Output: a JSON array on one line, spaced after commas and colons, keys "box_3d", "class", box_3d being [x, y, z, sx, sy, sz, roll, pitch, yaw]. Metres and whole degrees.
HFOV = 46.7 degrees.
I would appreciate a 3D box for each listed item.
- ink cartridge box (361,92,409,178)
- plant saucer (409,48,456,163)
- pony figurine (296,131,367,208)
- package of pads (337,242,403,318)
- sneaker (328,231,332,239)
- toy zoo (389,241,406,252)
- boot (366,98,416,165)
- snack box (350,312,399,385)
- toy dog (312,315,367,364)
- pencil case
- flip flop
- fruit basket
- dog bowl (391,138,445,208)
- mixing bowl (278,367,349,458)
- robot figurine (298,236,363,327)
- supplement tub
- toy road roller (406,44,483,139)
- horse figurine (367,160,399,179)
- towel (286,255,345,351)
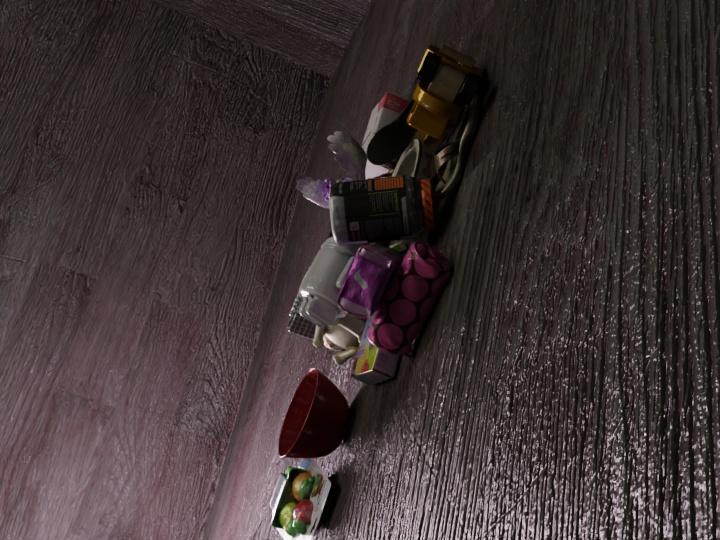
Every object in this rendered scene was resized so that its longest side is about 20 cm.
[{"box_3d": [0.060, -0.356, 2.268, 0.146, 0.081, 0.203, 149, 139, -71], "class": "ink cartridge box"}, {"box_3d": [0.172, -0.352, 1.850, 0.200, 0.048, 0.203, 126, 159, -52], "class": "plant saucer"}, {"box_3d": [-0.020, -0.172, 1.779, 0.167, 0.192, 0.201, -50, 21, 14], "class": "pony figurine"}, {"box_3d": [0.020, 0.016, 1.548, 0.200, 0.075, 0.122, -26, -41, -80], "class": "package of pads"}, {"box_3d": [-0.047, -0.065, 2.248, 0.070, 0.098, 0.202, -85, 20, -57], "class": "sneaker"}, {"box_3d": [0.000, 0.000, 1.843, 0.198, 0.021, 0.131, -32, 3, -16], "class": "toy zoo"}, {"box_3d": [0.072, -0.284, 1.852, 0.200, 0.069, 0.174, -46, 2, -17], "class": "boot"}, {"box_3d": [0.048, 0.118, 1.657, 0.142, 0.052, 0.203, 148, 141, -68], "class": "snack box"}, {"box_3d": [-0.035, 0.108, 1.859, 0.200, 0.138, 0.197, 130, 161, -62], "class": "toy dog"}, {"box_3d": [0.092, 0.054, 1.499, 0.090, 0.093, 0.203, -7, -54, -54], "class": "pencil case"}, {"box_3d": [0.176, -0.230, 1.622, 0.081, 0.057, 0.203, -150, 80, -78], "class": "flip flop"}, {"box_3d": [-0.127, 0.499, 1.761, 0.200, 0.092, 0.188, -154, 84, -75], "class": "fruit basket"}, {"box_3d": [0.113, -0.171, 1.773, 0.200, 0.073, 0.203, -159, 89, -78], "class": "dog bowl"}, {"box_3d": [-0.090, 0.325, 1.806, 0.202, 0.107, 0.201, -60, 14, 25], "class": "mixing bowl"}, {"box_3d": [-0.050, 0.014, 1.697, 0.169, 0.112, 0.202, -14, 46, 62], "class": "robot figurine"}, {"box_3d": [0.042, -0.118, 1.619, 0.123, 0.196, 0.125, -5, -90, -85], "class": "supplement tub"}, {"box_3d": [0.159, -0.352, 1.651, 0.201, 0.121, 0.148, -66, 2, -64], "class": "toy road roller"}, {"box_3d": [0.061, -0.211, 2.031, 0.050, 0.131, 0.200, 59, 147, 15], "class": "horse figurine"}, {"box_3d": [-0.072, 0.085, 1.987, 0.086, 0.163, 0.203, -110, 41, -63], "class": "towel"}]
